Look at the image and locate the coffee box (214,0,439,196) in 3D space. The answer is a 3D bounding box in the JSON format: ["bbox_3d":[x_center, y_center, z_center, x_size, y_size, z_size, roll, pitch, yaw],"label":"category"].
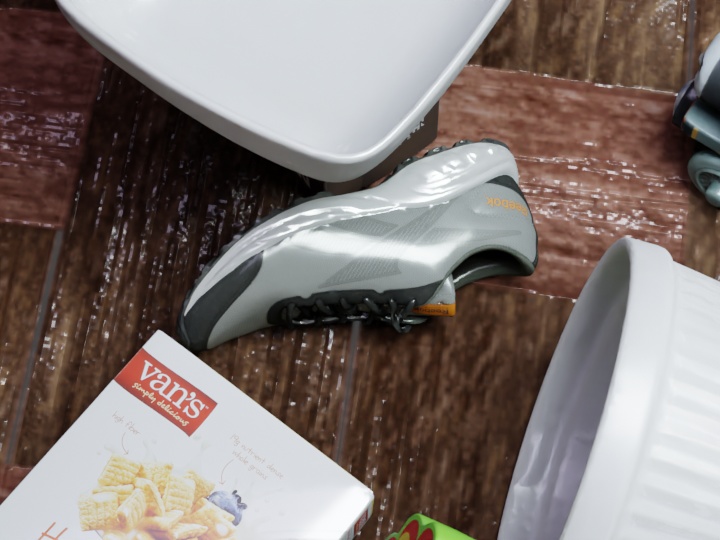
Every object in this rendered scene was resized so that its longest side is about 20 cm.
[{"bbox_3d":[-0.048,-0.144,1.075,0.080,0.113,0.200,-35,72,-14],"label":"coffee box"}]

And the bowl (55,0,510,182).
[{"bbox_3d":[-0.029,-0.146,0.974,0.200,0.075,0.200,32,71,12],"label":"bowl"}]

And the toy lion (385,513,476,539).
[{"bbox_3d":[0.006,0.210,0.892,0.069,0.192,0.200,25,88,-12],"label":"toy lion"}]

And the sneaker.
[{"bbox_3d":[0.000,0.000,1.036,0.200,0.074,0.079,-22,74,-9],"label":"sneaker"}]

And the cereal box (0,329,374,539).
[{"bbox_3d":[-0.108,0.146,0.988,0.144,0.040,0.200,36,71,13],"label":"cereal box"}]

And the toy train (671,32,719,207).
[{"bbox_3d":[0.253,-0.053,1.034,0.200,0.114,0.085,34,70,13],"label":"toy train"}]

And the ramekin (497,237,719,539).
[{"bbox_3d":[0.139,0.094,0.931,0.105,0.200,0.200,18,68,-2],"label":"ramekin"}]
